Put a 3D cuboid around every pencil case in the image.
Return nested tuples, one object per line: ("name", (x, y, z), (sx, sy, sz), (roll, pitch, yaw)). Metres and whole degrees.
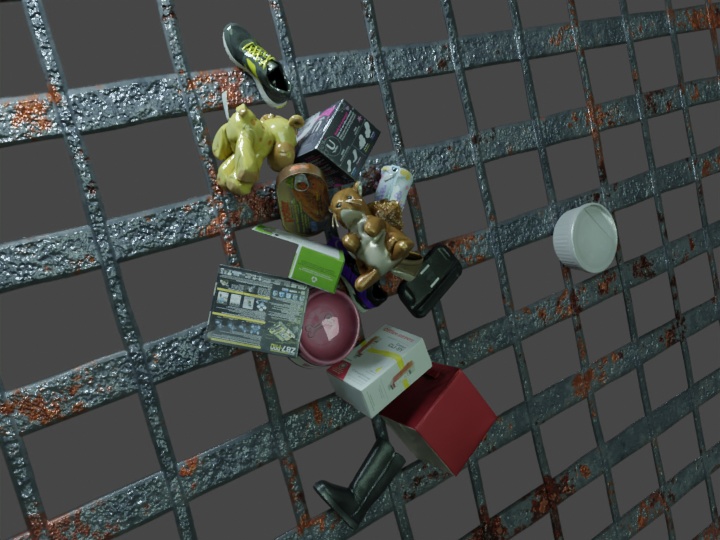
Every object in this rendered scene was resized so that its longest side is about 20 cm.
("pencil case", (0.064, -0.147, 1.477), (0.082, 0.091, 0.204), (17, 82, -2))

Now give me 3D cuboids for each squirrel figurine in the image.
("squirrel figurine", (0.018, -0.087, 1.287), (0.187, 0.141, 0.199), (50, 26, 6))

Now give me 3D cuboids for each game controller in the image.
("game controller", (0.179, 0.025, 1.579), (0.105, 0.042, 0.200), (47, 67, -6))

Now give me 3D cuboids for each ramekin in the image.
("ramekin", (0.655, -0.093, 1.821), (0.199, 0.094, 0.207), (0, 89, -29))

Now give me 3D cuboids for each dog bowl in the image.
("dog bowl", (-0.087, 0.123, 1.396), (0.197, 0.073, 0.205), (0, 90, -30))

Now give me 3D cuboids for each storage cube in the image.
("storage cube", (0.185, 0.349, 1.496), (0.180, 0.170, 0.201), (-48, 112, -20))

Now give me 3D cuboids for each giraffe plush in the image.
("giraffe plush", (-0.203, -0.261, 1.284), (0.160, 0.171, 0.205), (-6, 104, -35))

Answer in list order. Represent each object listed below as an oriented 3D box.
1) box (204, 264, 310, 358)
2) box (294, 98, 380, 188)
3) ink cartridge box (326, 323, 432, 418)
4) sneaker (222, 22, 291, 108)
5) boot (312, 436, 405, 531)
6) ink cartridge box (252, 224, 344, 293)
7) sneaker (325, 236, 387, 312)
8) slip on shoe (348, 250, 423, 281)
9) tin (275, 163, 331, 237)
("box", (-0.213, 0.087, 1.297), (0.196, 0.049, 0.165), (10, 82, -6))
("box", (-0.071, -0.265, 1.338), (0.114, 0.199, 0.134), (35, 73, -26))
("ink cartridge box", (0.043, 0.224, 1.423), (0.199, 0.144, 0.085), (-35, 119, -27))
("sneaker", (-0.211, -0.448, 1.326), (0.075, 0.084, 0.201), (-49, 112, -22))
("boot", (0.000, 0.474, 1.443), (0.200, 0.065, 0.166), (-47, 119, -19))
("ink cartridge box", (-0.137, -0.030, 1.309), (0.196, 0.148, 0.077), (18, 98, -6))
("sneaker", (0.000, 0.000, 1.425), (0.202, 0.098, 0.070), (58, 42, -20))
("slip on shoe", (0.058, -0.036, 1.400), (0.197, 0.077, 0.061), (23, 120, -28))
("tin", (-0.123, -0.148, 1.326), (0.110, 0.202, 0.042), (-11, 54, -7))
